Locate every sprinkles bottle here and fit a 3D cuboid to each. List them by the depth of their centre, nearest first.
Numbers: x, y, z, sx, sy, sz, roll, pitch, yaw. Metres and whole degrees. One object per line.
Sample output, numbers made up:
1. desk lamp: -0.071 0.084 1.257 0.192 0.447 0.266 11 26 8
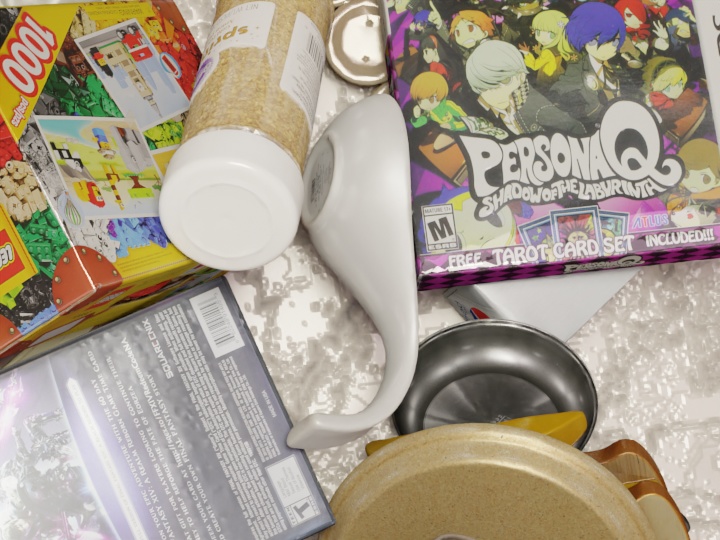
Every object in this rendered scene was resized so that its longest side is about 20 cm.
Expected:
1. sprinkles bottle: -0.055 -0.086 0.934 0.068 0.068 0.200 16 38 -7

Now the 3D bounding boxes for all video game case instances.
1. video game case: -0.129 0.105 0.917 0.200 0.019 0.143 -24 87 -18
2. video game case: 0.117 -0.088 0.990 0.200 0.036 0.182 -5 74 -3

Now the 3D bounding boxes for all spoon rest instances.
1. spoon rest: 0.000 0.000 0.965 0.061 0.099 0.200 14 65 -20

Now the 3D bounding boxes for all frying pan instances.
1. frying pan: 0.092 0.106 1.004 0.115 0.031 0.190 -25 116 20

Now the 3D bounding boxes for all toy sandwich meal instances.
1. toy sandwich meal: 0.077 0.152 0.973 0.205 0.070 0.205 4 116 9

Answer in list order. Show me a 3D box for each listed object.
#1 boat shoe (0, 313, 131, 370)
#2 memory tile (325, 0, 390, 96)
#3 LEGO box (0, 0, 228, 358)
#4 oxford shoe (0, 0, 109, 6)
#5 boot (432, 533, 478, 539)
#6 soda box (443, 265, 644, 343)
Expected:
1. boat shoe: -0.214 0.072 0.958 0.075 0.075 0.202 40 70 11
2. memory tile: 0.069 -0.166 1.042 0.200 0.017 0.153 -28 88 -4
3. LEGO box: -0.139 -0.054 0.919 0.077 0.200 0.149 -30 86 27
4. oxford shoe: -0.136 -0.216 1.019 0.075 0.058 0.200 41 79 -4
5. boot: 0.010 0.181 0.907 0.200 0.146 0.070 16 45 -19
6. soda box: 0.142 -0.033 1.031 0.200 0.063 0.068 -42 89 -13
